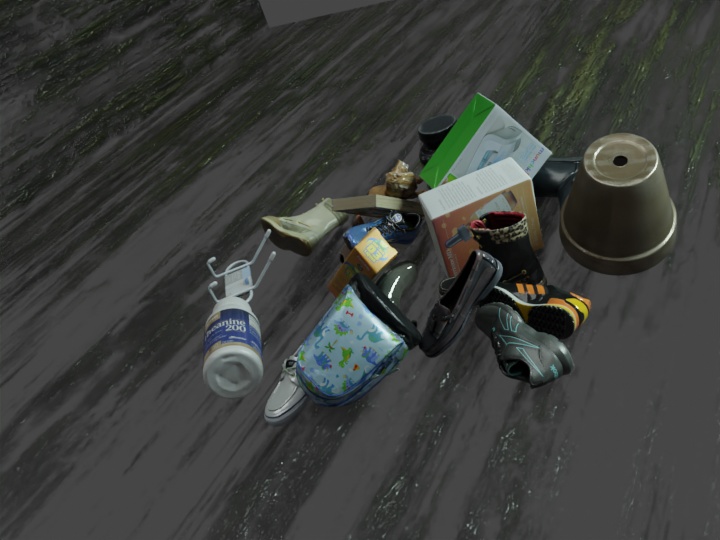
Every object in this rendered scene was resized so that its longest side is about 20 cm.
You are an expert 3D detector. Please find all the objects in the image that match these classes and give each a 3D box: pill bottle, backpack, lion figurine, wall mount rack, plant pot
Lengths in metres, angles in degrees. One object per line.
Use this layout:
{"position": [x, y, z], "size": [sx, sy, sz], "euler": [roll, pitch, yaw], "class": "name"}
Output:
{"position": [0.188, -0.223, 1.465], "size": [0.109, 0.204, 0.113], "euler": [-15, 31, 10], "class": "pill bottle"}
{"position": [-0.019, 0.130, 1.116], "size": [0.200, 0.163, 0.154], "euler": [-45, -8, 9], "class": "backpack"}
{"position": [0.068, -0.173, 1.491], "size": [0.120, 0.075, 0.199], "euler": [-8, -12, -34], "class": "lion figurine"}
{"position": [-0.243, 0.138, 1.294], "size": [0.108, 0.113, 0.201], "euler": [-21, 32, 1], "class": "pill bottle"}
{"position": [-0.266, -0.006, 1.556], "size": [0.170, 0.076, 0.201], "euler": [-23, 32, -1], "class": "wall mount rack"}
{"position": [0.433, -0.123, 1.140], "size": [0.194, 0.175, 0.204], "euler": [-9, 52, 11], "class": "plant pot"}

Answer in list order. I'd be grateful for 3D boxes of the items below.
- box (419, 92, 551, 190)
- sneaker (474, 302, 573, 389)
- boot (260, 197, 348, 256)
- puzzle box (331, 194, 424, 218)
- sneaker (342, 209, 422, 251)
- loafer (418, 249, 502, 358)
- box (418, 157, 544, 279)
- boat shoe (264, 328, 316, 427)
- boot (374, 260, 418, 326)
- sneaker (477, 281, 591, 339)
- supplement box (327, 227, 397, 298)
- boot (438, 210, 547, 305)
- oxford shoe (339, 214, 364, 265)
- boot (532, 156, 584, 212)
{"position": [0.249, -0.214, 1.365], "size": [0.202, 0.174, 0.097], "euler": [-53, 29, 13], "class": "box"}
{"position": [0.235, 0.114, 1.059], "size": [0.078, 0.077, 0.199], "euler": [-34, 33, -15], "class": "sneaker"}
{"position": [-0.137, -0.118, 1.644], "size": [0.154, 0.073, 0.198], "euler": [-41, 41, -26], "class": "boot"}
{"position": [0.048, -0.135, 1.466], "size": [0.131, 0.026, 0.197], "euler": [0, -2, 42], "class": "puzzle box"}
{"position": [0.048, -0.086, 1.392], "size": [0.197, 0.090, 0.079], "euler": [-18, 66, -38], "class": "sneaker"}
{"position": [0.154, 0.052, 1.138], "size": [0.202, 0.062, 0.072], "euler": [-53, 32, 8], "class": "loafer"}
{"position": [0.230, -0.094, 1.295], "size": [0.195, 0.155, 0.107], "euler": [-22, 32, 2], "class": "box"}
{"position": [-0.112, 0.178, 1.194], "size": [0.072, 0.068, 0.201], "euler": [2, 40, 34], "class": "boat shoe"}
{"position": [0.064, 0.077, 1.248], "size": [0.199, 0.069, 0.130], "euler": [-41, 42, -17], "class": "boot"}
{"position": [0.287, 0.056, 1.132], "size": [0.089, 0.072, 0.197], "euler": [-25, 27, -36], "class": "sneaker"}
{"position": [0.000, 0.000, 1.280], "size": [0.069, 0.067, 0.200], "euler": [-40, -7, -29], "class": "supplement box"}
{"position": [0.218, -0.020, 1.193], "size": [0.195, 0.153, 0.074], "euler": [-5, 35, 26], "class": "boot"}
{"position": [-0.015, -0.052, 1.470], "size": [0.071, 0.072, 0.202], "euler": [-20, 32, 12], "class": "oxford shoe"}
{"position": [0.397, -0.161, 1.358], "size": [0.194, 0.078, 0.170], "euler": [-6, 31, 14], "class": "boot"}
